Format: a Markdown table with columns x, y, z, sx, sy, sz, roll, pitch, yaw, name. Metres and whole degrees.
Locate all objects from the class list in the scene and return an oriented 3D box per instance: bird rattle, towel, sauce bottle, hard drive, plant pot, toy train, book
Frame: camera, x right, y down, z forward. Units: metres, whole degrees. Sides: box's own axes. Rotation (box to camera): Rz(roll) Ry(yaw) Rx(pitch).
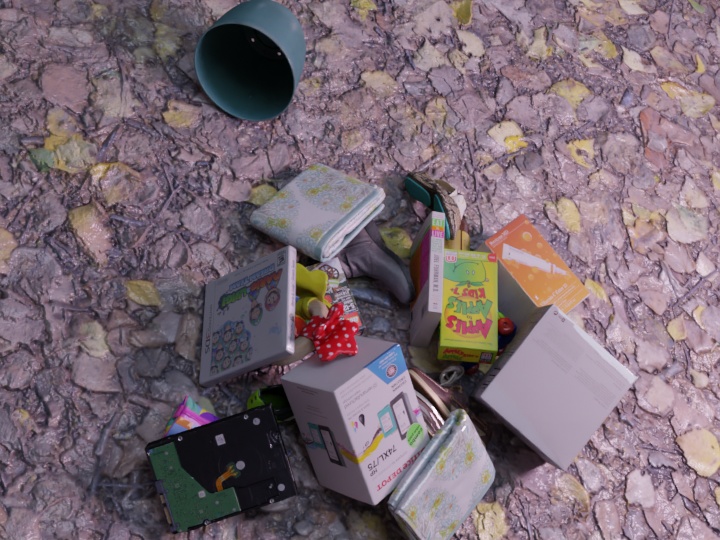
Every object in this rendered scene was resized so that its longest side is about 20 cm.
| x | y | z | sx | sy | sz | roll | pitch | yaw | name |
| --- | --- | --- | --- | --- | --- | --- | --- | --- | --- |
| -0.087 | 0.095 | 1.570 | 0.162 | 0.113 | 0.201 | -34 | 38 | 5 | bird rattle |
| -0.073 | -0.107 | 1.760 | 0.169 | 0.049 | 0.200 | 23 | 49 | 30 | towel |
| 0.178 | -0.054 | 1.870 | 0.063 | 0.065 | 0.203 | 14 | 58 | -14 | sauce bottle |
| -0.205 | 0.294 | 1.462 | 0.196 | 0.038 | 0.142 | -18 | 94 | -2 | hard drive |
| -0.190 | -0.409 | 1.844 | 0.198 | 0.202 | 0.162 | 28 | 44 | -5 | plant pot |
| 0.174 | 0.124 | 1.770 | 0.198 | 0.085 | 0.116 | -28 | 59 | -22 | toy train |
| 0.132 | 0.344 | 1.559 | 0.048 | 0.172 | 0.201 | 22 | 62 | 38 | towel |
| 0.120 | 0.015 | 1.764 | 0.047 | 0.134 | 0.204 | 8 | 60 | -6 | book |

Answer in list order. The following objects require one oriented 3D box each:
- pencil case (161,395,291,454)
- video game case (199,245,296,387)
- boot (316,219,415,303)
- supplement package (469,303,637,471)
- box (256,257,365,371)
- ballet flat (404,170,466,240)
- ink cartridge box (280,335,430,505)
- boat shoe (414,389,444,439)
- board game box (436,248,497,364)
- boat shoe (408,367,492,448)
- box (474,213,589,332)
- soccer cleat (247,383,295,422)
| x | y | z | sx | sy | sz | roll | pitch | yaw | name |
| --- | --- | --- | --- | --- | --- | --- | --- | --- | --- |
| -0.206 | 0.273 | 1.520 | 0.197 | 0.089 | 0.089 | 28 | 56 | -4 | pencil case |
| -0.181 | 0.074 | 1.582 | 0.024 | 0.198 | 0.185 | 30 | 49 | -43 | video game case |
| 0.000 | 0.000 | 1.777 | 0.130 | 0.070 | 0.201 | -29 | 71 | -24 | boot |
| 0.326 | 0.199 | 1.697 | 0.191 | 0.147 | 0.201 | 40 | 85 | 3 | supplement package |
| -0.106 | 0.072 | 1.675 | 0.196 | 0.038 | 0.139 | -18 | 70 | -16 | box |
| 0.154 | -0.133 | 1.861 | 0.074 | 0.069 | 0.201 | -19 | 41 | -15 | ballet flat |
| -0.003 | 0.229 | 1.541 | 0.146 | 0.145 | 0.203 | -32 | 113 | -33 | ink cartridge box |
| 0.107 | 0.273 | 1.658 | 0.200 | 0.072 | 0.060 | 46 | 53 | 0 | boat shoe |
| 0.188 | 0.061 | 1.731 | 0.099 | 0.048 | 0.203 | 5 | 55 | 0 | board game box |
| 0.151 | 0.232 | 1.692 | 0.200 | 0.072 | 0.072 | 44 | 56 | -4 | boat shoe |
| 0.313 | 0.017 | 1.866 | 0.124 | 0.098 | 0.201 | -33 | 78 | -33 | box |
| -0.086 | 0.210 | 1.605 | 0.196 | 0.081 | 0.069 | -4 | 64 | -24 | soccer cleat |
